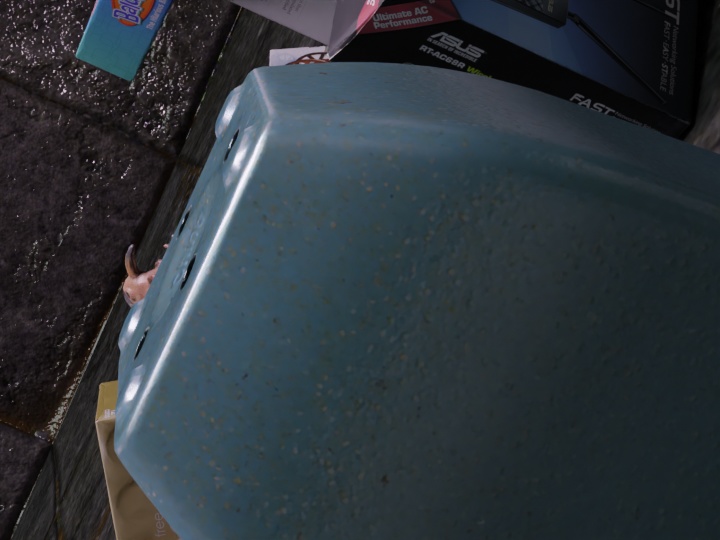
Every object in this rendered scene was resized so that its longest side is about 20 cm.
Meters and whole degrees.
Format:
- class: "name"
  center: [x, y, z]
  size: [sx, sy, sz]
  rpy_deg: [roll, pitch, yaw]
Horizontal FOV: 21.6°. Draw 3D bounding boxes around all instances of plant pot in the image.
- class: "plant pot"
  center: [0.029, 0.031, 0.622]
  size: [0.197, 0.200, 0.196]
  rpy_deg: [-65, 12, 10]

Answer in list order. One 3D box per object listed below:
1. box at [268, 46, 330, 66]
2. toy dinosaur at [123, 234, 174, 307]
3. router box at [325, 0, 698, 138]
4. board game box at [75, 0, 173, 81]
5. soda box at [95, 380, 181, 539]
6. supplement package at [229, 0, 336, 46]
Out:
- class: "box"
  center: [0.020, -0.060, 0.955]
  size: [0.200, 0.136, 0.038]
  rpy_deg: [-94, -1, -60]
- class: "toy dinosaur"
  center: [-0.050, -0.015, 1.182]
  size: [0.200, 0.136, 0.086]
  rpy_deg: [-45, 7, 3]
- class: "router box"
  center: [0.076, -0.156, 0.848]
  size: [0.062, 0.150, 0.200]
  rpy_deg: [-40, 35, 52]
- class: "board game box"
  center: [-0.116, -0.232, 1.184]
  size: [0.200, 0.045, 0.152]
  rpy_deg: [130, 160, -59]
- class: "soda box"
  center: [-0.095, 0.158, 1.028]
  size: [0.064, 0.068, 0.200]
  rpy_deg: [-110, 12, -74]
- class: "supplement package"
  center: [0.017, -0.231, 1.193]
  size: [0.152, 0.200, 0.151]
  rpy_deg: [-60, 13, 28]
